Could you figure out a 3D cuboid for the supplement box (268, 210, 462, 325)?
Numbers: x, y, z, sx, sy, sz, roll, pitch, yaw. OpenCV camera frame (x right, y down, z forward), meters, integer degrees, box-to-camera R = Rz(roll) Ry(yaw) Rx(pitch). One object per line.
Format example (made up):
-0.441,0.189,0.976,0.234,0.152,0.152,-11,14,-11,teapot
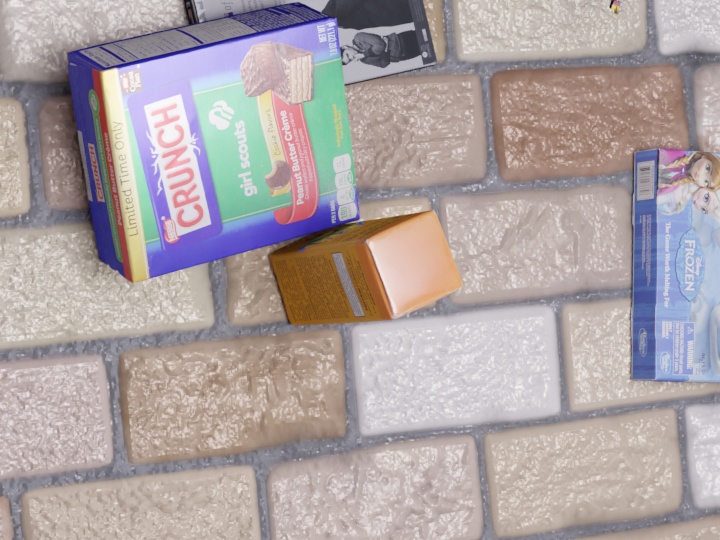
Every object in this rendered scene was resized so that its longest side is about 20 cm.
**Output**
0.000,0.000,1.723,0.066,0.200,0.069,-24,95,-24,supplement box

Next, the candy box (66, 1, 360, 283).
-0.111,-0.101,1.723,0.200,0.077,0.169,-16,111,-23,candy box

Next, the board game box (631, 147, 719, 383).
0.332,-0.001,1.966,0.199,0.043,0.200,2,87,-27,board game box

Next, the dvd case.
-0.044,-0.218,1.806,0.200,0.025,0.151,-15,95,-24,dvd case

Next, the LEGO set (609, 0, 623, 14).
0.182,-0.317,1.814,0.200,0.116,0.154,33,85,-30,LEGO set
